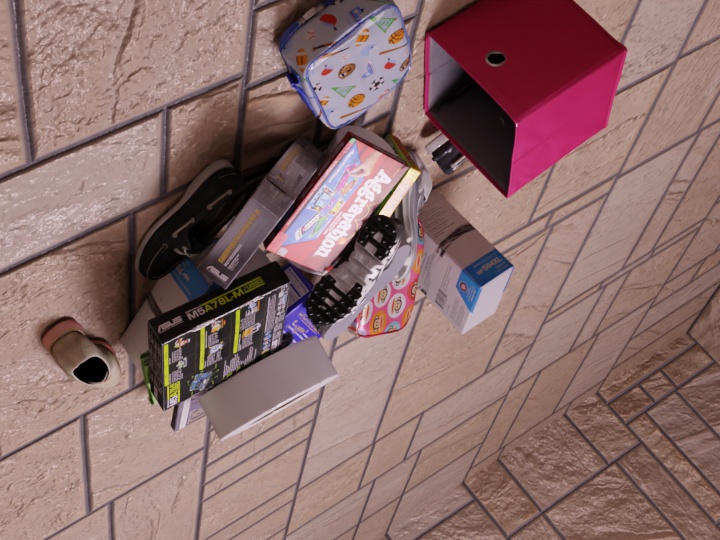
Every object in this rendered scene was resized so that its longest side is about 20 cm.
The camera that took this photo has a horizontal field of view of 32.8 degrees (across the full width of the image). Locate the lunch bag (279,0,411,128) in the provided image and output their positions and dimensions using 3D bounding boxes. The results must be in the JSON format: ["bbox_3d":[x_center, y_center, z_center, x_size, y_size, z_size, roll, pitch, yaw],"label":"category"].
[{"bbox_3d":[-0.020,-0.266,1.510,0.160,0.076,0.200,-37,158,-3],"label":"lunch bag"}]

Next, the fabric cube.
[{"bbox_3d":[0.227,-0.266,1.733,0.199,0.196,0.200,-34,156,-14],"label":"fabric cube"}]

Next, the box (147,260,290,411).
[{"bbox_3d":[-0.190,0.089,1.639,0.193,0.048,0.200,-25,155,-21],"label":"box"}]

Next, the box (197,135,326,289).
[{"bbox_3d":[-0.126,-0.079,1.599,0.158,0.048,0.200,-51,-175,24],"label":"box"}]

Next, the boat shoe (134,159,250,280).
[{"bbox_3d":[-0.220,-0.053,1.598,0.200,0.060,0.076,-51,155,23],"label":"boat shoe"}]

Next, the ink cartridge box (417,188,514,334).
[{"bbox_3d":[0.148,-0.016,2.062,0.084,0.200,0.146,-31,156,-27],"label":"ink cartridge box"}]

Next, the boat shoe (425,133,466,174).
[{"bbox_3d":[0.195,-0.225,1.891,0.200,0.060,0.076,-36,-175,1],"label":"boat shoe"}]

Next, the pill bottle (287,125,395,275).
[{"bbox_3d":[-0.034,-0.100,1.736,0.114,0.114,0.200,-14,146,-46],"label":"pill bottle"}]

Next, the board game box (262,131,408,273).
[{"bbox_3d":[-0.034,-0.088,1.650,0.103,0.019,0.200,23,117,-35],"label":"board game box"}]

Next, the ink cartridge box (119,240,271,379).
[{"bbox_3d":[-0.230,0.055,1.748,0.146,0.086,0.200,-8,143,-52],"label":"ink cartridge box"}]

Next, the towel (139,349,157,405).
[{"bbox_3d":[-0.214,0.112,1.730,0.200,0.031,0.149,-31,154,-19],"label":"towel"}]

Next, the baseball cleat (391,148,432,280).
[{"bbox_3d":[0.076,-0.087,1.893,0.106,0.070,0.201,-19,116,-53],"label":"baseball cleat"}]

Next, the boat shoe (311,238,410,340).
[{"bbox_3d":[-0.009,0.014,1.854,0.200,0.070,0.071,-49,157,20],"label":"boat shoe"}]

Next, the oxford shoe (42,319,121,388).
[{"bbox_3d":[-0.373,0.136,1.688,0.071,0.074,0.200,-39,157,-3],"label":"oxford shoe"}]

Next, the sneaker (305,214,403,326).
[{"bbox_3d":[0.000,0.000,1.729,0.200,0.066,0.090,-53,170,21],"label":"sneaker"}]

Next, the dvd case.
[{"bbox_3d":[-0.199,0.173,1.897,0.200,0.016,0.149,-26,159,-25],"label":"dvd case"}]

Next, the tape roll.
[{"bbox_3d":[-0.135,0.174,1.805,0.202,0.071,0.202,-30,175,-3],"label":"tape roll"}]

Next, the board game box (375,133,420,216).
[{"bbox_3d":[0.011,-0.097,1.819,0.030,0.096,0.200,21,116,-36],"label":"board game box"}]

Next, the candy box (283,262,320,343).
[{"bbox_3d":[-0.144,0.096,1.968,0.200,0.077,0.169,-38,157,-1],"label":"candy box"}]

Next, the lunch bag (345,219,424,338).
[{"bbox_3d":[0.020,0.008,1.968,0.176,0.082,0.201,-9,113,-53],"label":"lunch bag"}]
